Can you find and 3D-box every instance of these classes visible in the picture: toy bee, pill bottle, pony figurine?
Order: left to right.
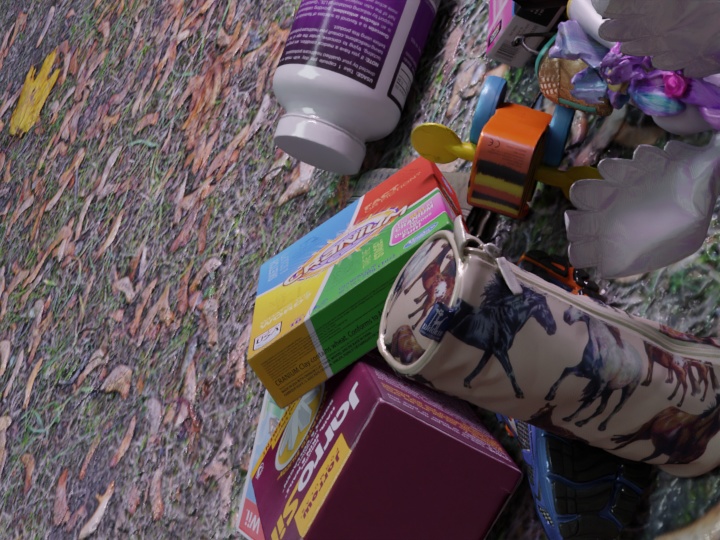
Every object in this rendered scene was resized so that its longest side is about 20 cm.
[{"bbox_3d":[-0.004,-0.188,1.202,0.112,0.112,0.202,2,69,58],"label":"pill bottle"},{"bbox_3d":[0.111,-0.073,0.963,0.130,0.199,0.110,28,124,27],"label":"toy bee"},{"bbox_3d":[0.183,-0.094,0.778,0.200,0.191,0.168,-123,37,-57],"label":"pony figurine"}]

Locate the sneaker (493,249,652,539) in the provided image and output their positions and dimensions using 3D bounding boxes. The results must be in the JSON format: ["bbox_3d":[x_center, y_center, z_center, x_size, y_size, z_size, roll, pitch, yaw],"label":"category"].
[{"bbox_3d":[0.118,0.085,0.860,0.201,0.075,0.079,-92,24,-43],"label":"sneaker"}]

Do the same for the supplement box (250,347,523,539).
[{"bbox_3d":[0.008,0.129,0.904,0.132,0.103,0.200,-60,13,5],"label":"supplement box"}]

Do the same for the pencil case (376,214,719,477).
[{"bbox_3d":[0.113,0.045,0.768,0.090,0.198,0.078,-53,23,42],"label":"pencil case"}]

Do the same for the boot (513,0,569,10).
[{"bbox_3d":[0.186,-0.242,0.866,0.198,0.066,0.166,-1,66,38],"label":"boot"}]

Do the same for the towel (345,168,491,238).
[{"bbox_3d":[0.018,0.013,1.104,0.199,0.034,0.194,12,75,62],"label":"towel"}]

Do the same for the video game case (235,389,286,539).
[{"bbox_3d":[-0.038,0.120,1.073,0.143,0.017,0.202,19,98,60],"label":"video game case"}]

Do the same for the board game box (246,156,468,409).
[{"bbox_3d":[0.000,0.000,0.956,0.152,0.040,0.200,-34,15,8],"label":"board game box"}]

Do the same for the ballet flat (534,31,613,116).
[{"bbox_3d":[0.197,-0.171,0.912,0.200,0.071,0.065,-48,60,-4],"label":"ballet flat"}]

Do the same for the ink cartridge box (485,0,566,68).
[{"bbox_3d":[0.133,-0.258,1.085,0.095,0.037,0.202,125,159,-53],"label":"ink cartridge box"}]
